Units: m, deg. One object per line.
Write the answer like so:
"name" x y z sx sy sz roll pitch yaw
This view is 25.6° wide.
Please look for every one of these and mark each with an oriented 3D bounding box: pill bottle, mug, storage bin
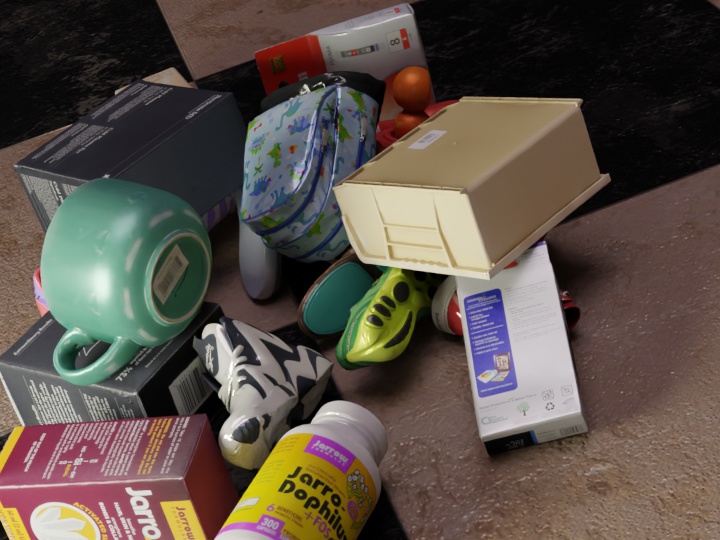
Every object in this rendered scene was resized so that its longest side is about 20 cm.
"pill bottle" -0.047 0.205 1.372 0.103 0.105 0.201 3 38 27
"mug" -0.214 0.012 1.520 0.113 0.188 0.151 13 18 33
"storage bin" 0.107 -0.089 1.596 0.197 0.095 0.199 7 36 48

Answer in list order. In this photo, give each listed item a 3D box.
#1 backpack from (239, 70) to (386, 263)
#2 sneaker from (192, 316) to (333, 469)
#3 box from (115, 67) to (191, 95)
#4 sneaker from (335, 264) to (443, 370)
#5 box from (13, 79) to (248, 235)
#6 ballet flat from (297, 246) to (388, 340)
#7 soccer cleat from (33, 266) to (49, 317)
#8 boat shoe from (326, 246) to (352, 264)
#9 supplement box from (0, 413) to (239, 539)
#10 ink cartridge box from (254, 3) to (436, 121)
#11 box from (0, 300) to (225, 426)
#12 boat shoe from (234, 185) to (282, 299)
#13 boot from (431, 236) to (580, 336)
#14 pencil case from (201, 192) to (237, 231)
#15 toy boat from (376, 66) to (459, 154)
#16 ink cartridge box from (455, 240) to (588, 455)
"backpack" -0.056 -0.107 1.721 0.162 0.203 0.153 -14 -17 38
"sneaker" -0.118 0.108 1.501 0.128 0.080 0.199 27 31 12
"box" -0.241 -0.183 2.057 0.094 0.078 0.200 -25 33 -14
"sneaker" 0.027 0.037 1.610 0.083 0.075 0.200 -29 8 32
"box" -0.249 -0.115 1.777 0.181 0.105 0.200 13 43 46
"ballet flat" 0.000 0.000 1.688 0.200 0.068 0.072 -48 15 -18
"soccer cleat" -0.275 0.031 1.759 0.197 0.074 0.068 0 36 24
"boat shoe" -0.038 -0.070 1.810 0.071 0.069 0.200 -27 35 -17
"supplement box" -0.224 0.204 1.445 0.197 0.111 0.086 -5 35 17
"ink cartridge box" -0.013 -0.220 1.935 0.198 0.164 0.050 -19 30 -4
"box" -0.242 0.103 1.610 0.198 0.105 0.148 9 41 34
"boat shoe" -0.101 -0.050 1.801 0.065 0.070 0.202 10 44 -24
"boot" 0.182 0.002 1.610 0.143 0.073 0.200 13 50 36
"pencil case" -0.203 -0.060 1.851 0.083 0.086 0.200 -1 35 47
"toy boat" 0.062 -0.171 1.835 0.198 0.132 0.130 -13 27 -36
"ink cartridge box" 0.149 0.071 1.490 0.098 0.039 0.202 -15 52 12
